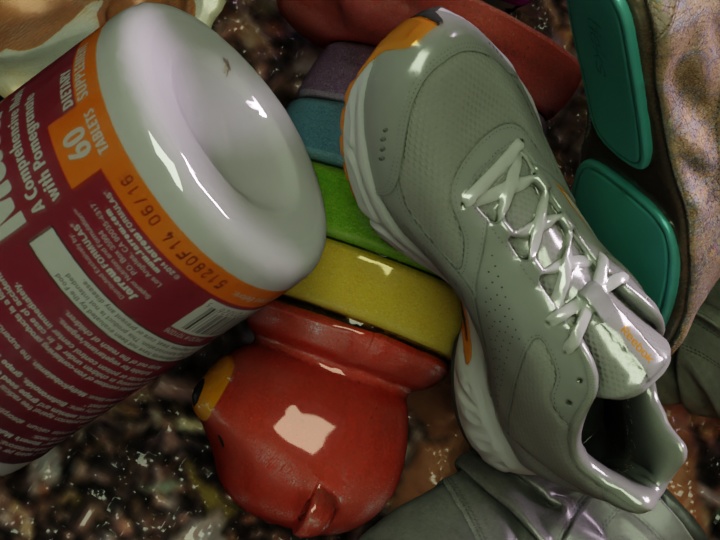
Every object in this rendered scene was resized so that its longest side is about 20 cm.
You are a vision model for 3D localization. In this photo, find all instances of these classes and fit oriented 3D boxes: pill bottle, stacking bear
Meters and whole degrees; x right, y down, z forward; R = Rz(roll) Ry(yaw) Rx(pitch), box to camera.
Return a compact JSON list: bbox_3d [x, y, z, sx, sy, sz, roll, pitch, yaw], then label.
[{"bbox_3d":[-0.118,0.004,0.862,0.199,0.109,0.110,-33,83,22],"label":"pill bottle"},{"bbox_3d":[0.000,0.000,0.922,0.113,0.121,0.201,21,86,-19],"label":"stacking bear"}]

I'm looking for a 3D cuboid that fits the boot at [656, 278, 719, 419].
[{"bbox_3d":[0.145,0.049,0.950,0.130,0.068,0.201,0,107,22],"label":"boot"}]

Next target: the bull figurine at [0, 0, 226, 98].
[{"bbox_3d":[-0.109,-0.096,0.938,0.199,0.065,0.122,-15,75,4],"label":"bull figurine"}]

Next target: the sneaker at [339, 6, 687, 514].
[{"bbox_3d":[0.064,-0.001,0.843,0.076,0.092,0.201,-40,127,-20],"label":"sneaker"}]

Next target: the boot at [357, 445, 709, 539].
[{"bbox_3d":[0.090,0.147,0.924,0.131,0.070,0.200,-38,90,-18],"label":"boot"}]

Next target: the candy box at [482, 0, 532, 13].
[{"bbox_3d":[0.022,-0.209,0.892,0.135,0.061,0.201,17,87,-9],"label":"candy box"}]

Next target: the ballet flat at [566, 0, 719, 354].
[{"bbox_3d":[0.111,-0.044,0.852,0.067,0.201,0.068,-29,55,-18],"label":"ballet flat"}]
